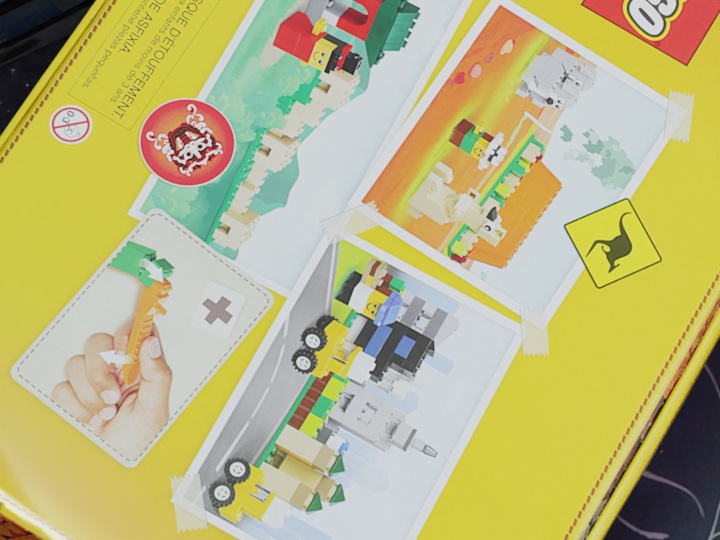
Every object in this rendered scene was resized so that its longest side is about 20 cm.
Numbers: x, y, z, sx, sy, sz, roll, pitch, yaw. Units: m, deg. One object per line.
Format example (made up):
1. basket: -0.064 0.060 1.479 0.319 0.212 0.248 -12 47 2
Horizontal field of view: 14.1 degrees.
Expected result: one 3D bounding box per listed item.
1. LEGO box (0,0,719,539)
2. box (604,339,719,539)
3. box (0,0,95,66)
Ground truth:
1. LEGO box: 0.000 0.000 0.630 0.149 0.077 0.200 31 68 6
2. box: 0.021 0.039 0.723 0.200 0.124 0.197 35 71 8
3. box: -0.076 -0.089 0.752 0.199 0.119 0.042 -24 87 -10
